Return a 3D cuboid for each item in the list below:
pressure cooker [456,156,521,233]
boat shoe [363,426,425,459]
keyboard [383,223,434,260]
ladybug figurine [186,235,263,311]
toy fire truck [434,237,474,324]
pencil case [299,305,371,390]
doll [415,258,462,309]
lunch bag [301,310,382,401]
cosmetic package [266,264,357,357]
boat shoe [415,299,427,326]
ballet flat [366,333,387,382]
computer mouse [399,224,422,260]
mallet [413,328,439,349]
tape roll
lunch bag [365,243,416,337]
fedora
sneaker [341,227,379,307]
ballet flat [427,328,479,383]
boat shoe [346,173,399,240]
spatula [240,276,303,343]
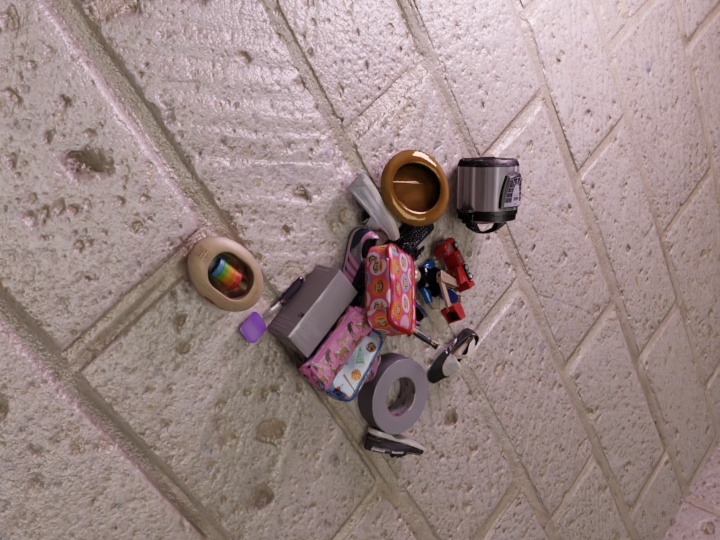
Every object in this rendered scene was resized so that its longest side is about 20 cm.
[{"bbox_3d":[0.344,-0.203,1.833,0.170,0.179,0.206,1,101,2],"label":"pressure cooker"},{"bbox_3d":[0.092,0.474,1.823,0.197,0.073,0.062,25,83,-35],"label":"boat shoe"},{"bbox_3d":[0.134,-0.068,1.776,0.200,0.039,0.105,-45,121,-22],"label":"keyboard"},{"bbox_3d":[-0.293,0.004,1.433,0.200,0.071,0.137,45,70,-35],"label":"ladybug figurine"},{"bbox_3d":[0.241,0.024,1.812,0.140,0.048,0.204,-27,92,-48],"label":"toy fire truck"},{"bbox_3d":[-0.054,0.176,1.560,0.083,0.086,0.201,42,72,-8],"label":"pencil case"},{"bbox_3d":[0.202,0.040,1.840,0.197,0.048,0.140,22,69,-37],"label":"doll"},{"bbox_3d":[-0.050,0.209,1.639,0.158,0.075,0.203,33,75,-10],"label":"lunch bag"},{"bbox_3d":[-0.110,0.090,1.572,0.090,0.106,0.202,47,68,-32],"label":"cosmetic package"},{"bbox_3d":[0.096,0.067,1.729,0.199,0.093,0.075,36,92,-36],"label":"boat shoe"},{"bbox_3d":[0.036,0.188,1.734,0.071,0.068,0.205,28,77,-55],"label":"ballet flat"},{"bbox_3d":[0.134,-0.099,1.759,0.057,0.034,0.205,17,80,-20],"label":"computer mouse"},{"bbox_3d":[0.115,0.128,1.691,0.196,0.041,0.067,25,79,-7],"label":"mallet"},{"bbox_3d":[0.089,0.326,1.798,0.196,0.065,0.206,-8,103,-37],"label":"tape roll"},{"bbox_3d":[0.079,0.053,1.610,0.175,0.080,0.206,30,56,-57],"label":"lunch bag"},{"bbox_3d":[0.127,-0.202,1.704,0.196,0.081,0.207,3,83,-25],"label":"fedora"},{"bbox_3d":[0.000,0.000,1.656,0.069,0.081,0.206,2,98,-38],"label":"sneaker"},{"bbox_3d":[0.268,0.243,1.921,0.201,0.068,0.069,-49,124,-20],"label":"ballet flat"},{"bbox_3d":[0.028,-0.143,1.670,0.071,0.070,0.203,-36,122,-4],"label":"boat shoe"},{"bbox_3d":[-0.197,0.085,1.556,0.200,0.020,0.057,-45,121,-23],"label":"spatula"}]
